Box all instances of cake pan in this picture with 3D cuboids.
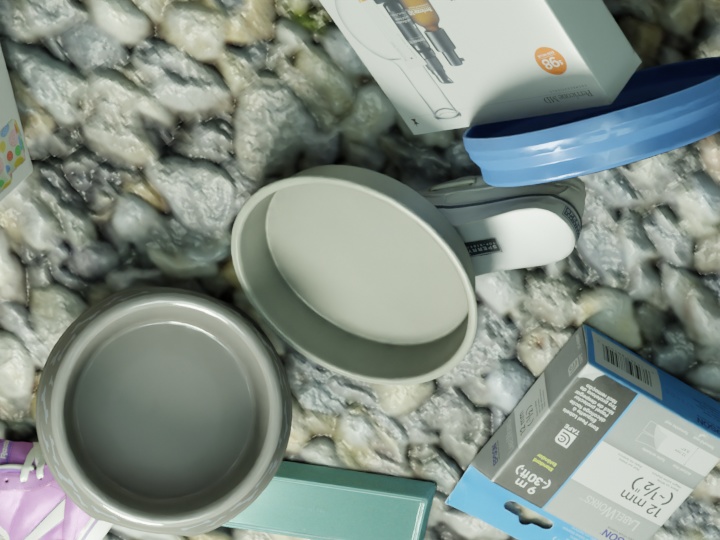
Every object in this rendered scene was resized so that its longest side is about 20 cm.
[{"bbox_3d":[0.000,0.000,1.597,0.199,0.037,0.201,16,136,16],"label":"cake pan"}]

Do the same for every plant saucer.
[{"bbox_3d":[-0.041,0.193,1.760,0.199,0.019,0.070,9,119,-6],"label":"plant saucer"}]

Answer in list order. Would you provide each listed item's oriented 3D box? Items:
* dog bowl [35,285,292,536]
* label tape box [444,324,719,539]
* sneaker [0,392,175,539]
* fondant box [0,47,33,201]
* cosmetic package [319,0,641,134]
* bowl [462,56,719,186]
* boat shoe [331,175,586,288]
[{"bbox_3d":[-0.148,0.107,1.634,0.199,0.059,0.201,1,86,-7],"label":"dog bowl"},{"bbox_3d":[0.181,0.161,1.716,0.143,0.066,0.200,29,114,-16],"label":"label tape box"},{"bbox_3d":[-0.231,0.150,1.706,0.114,0.073,0.201,33,111,-9],"label":"sneaker"},{"bbox_3d":[-0.317,-0.087,1.493,0.058,0.200,0.145,5,123,26],"label":"fondant box"},{"bbox_3d":[0.074,-0.174,1.470,0.200,0.052,0.151,-5,131,50],"label":"cosmetic package"},{"bbox_3d":[0.171,-0.103,1.486,0.200,0.201,0.040,-15,99,8],"label":"bowl"},{"bbox_3d":[0.075,-0.039,1.601,0.199,0.066,0.072,-11,125,30],"label":"boat shoe"}]
